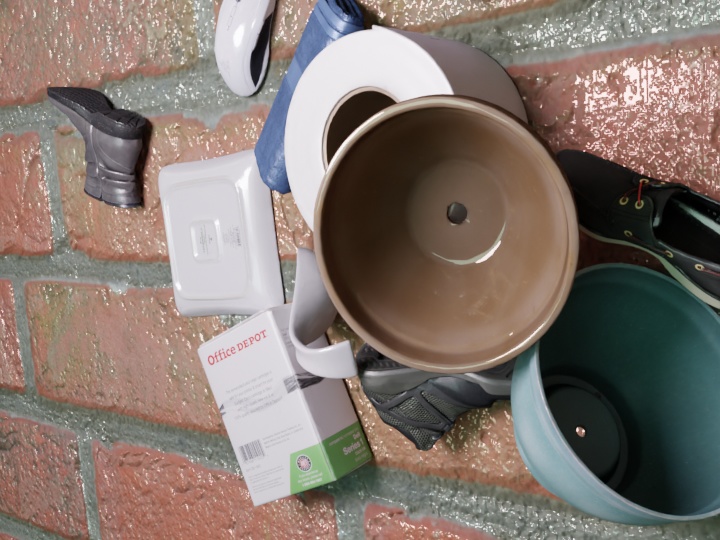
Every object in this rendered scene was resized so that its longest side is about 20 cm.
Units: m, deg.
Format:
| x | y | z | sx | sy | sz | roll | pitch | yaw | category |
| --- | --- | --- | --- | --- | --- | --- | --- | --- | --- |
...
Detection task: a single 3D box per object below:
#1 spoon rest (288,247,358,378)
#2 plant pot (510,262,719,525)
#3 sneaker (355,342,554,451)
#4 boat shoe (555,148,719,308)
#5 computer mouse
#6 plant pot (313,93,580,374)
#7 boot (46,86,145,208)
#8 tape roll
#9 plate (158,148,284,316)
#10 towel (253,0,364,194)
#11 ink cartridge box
| x | y | z | sx | sy | sz | roll | pitch | yaw | category |
| --- | --- | --- | --- | --- | --- | --- | --- | --- | --- |
| -0.049 | 0.046 | 0.835 | 0.059 | 0.201 | 0.102 | -15 | 118 | -4 | spoon rest |
| 0.205 | 0.117 | 0.651 | 0.202 | 0.198 | 0.135 | 54 | 150 | 16 | plant pot |
| 0.098 | 0.121 | 0.794 | 0.194 | 0.077 | 0.116 | -6 | 130 | 14 | sneaker |
| 0.239 | -0.048 | 0.642 | 0.200 | 0.074 | 0.064 | 36 | 158 | 22 | boat shoe |
| -0.132 | -0.303 | 0.903 | 0.108 | 0.043 | 0.205 | 23 | 111 | 31 | computer mouse |
| 0.068 | -0.033 | 0.605 | 0.195 | 0.093 | 0.207 | 5 | 108 | 14 | plant pot |
| -0.378 | -0.172 | 1.101 | 0.198 | 0.069 | 0.135 | 32 | 121 | 33 | boot |
| 0.044 | -0.116 | 0.745 | 0.199 | 0.138 | 0.209 | 7 | 102 | 35 | tape roll |
| -0.187 | -0.041 | 1.000 | 0.196 | 0.032 | 0.206 | -3 | 96 | 37 | plate |
| -0.053 | -0.187 | 0.835 | 0.203 | 0.047 | 0.113 | -61 | 25 | 25 | towel |
| -0.092 | 0.155 | 0.930 | 0.144 | 0.083 | 0.205 | -26 | 83 | 37 | ink cartridge box |
